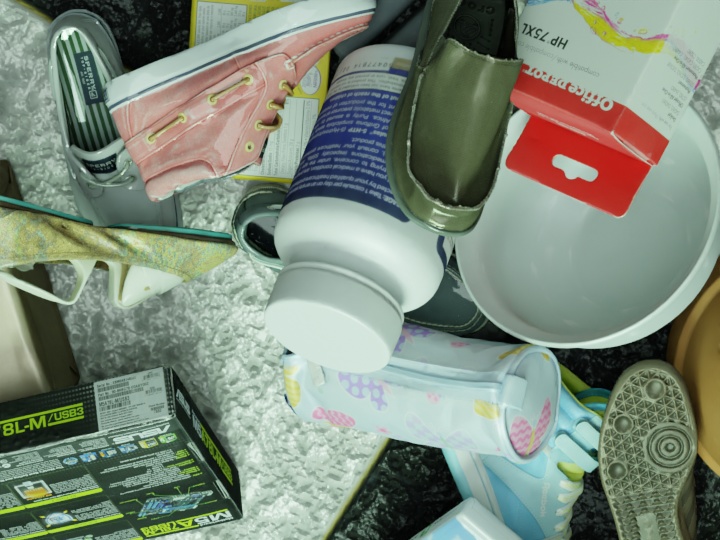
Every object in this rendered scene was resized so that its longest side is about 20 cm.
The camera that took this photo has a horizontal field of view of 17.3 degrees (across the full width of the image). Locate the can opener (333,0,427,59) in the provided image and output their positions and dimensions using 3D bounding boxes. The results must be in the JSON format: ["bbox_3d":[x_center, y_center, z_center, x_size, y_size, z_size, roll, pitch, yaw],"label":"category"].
[{"bbox_3d":[0.065,-0.208,1.638,0.053,0.067,0.200,44,109,-9],"label":"can opener"}]

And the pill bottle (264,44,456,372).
[{"bbox_3d":[0.009,-0.040,1.595,0.119,0.120,0.201,22,63,-1],"label":"pill bottle"}]

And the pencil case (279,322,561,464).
[{"bbox_3d":[0.041,0.077,1.641,0.199,0.091,0.084,10,63,33],"label":"pencil case"}]

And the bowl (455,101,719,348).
[{"bbox_3d":[0.172,-0.027,1.629,0.200,0.090,0.203,-14,62,27],"label":"bowl"}]

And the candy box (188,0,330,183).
[{"bbox_3d":[-0.070,-0.163,1.668,0.101,0.026,0.202,6,102,4],"label":"candy box"}]

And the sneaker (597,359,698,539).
[{"bbox_3d":[0.205,0.146,1.678,0.070,0.076,0.202,-2,112,6],"label":"sneaker"}]

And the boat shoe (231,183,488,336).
[{"bbox_3d":[0.000,0.000,1.681,0.199,0.062,0.073,24,103,-1],"label":"boat shoe"}]

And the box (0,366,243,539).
[{"bbox_3d":[-0.200,0.144,1.670,0.198,0.193,0.048,-13,64,7],"label":"box"}]

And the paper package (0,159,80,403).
[{"bbox_3d":[-0.325,0.039,1.691,0.198,0.104,0.192,-16,101,8],"label":"paper package"}]

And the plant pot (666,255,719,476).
[{"bbox_3d":[0.316,0.082,1.638,0.198,0.140,0.202,1,103,3],"label":"plant pot"}]

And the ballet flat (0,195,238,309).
[{"bbox_3d":[-0.181,-0.007,1.627,0.199,0.071,0.071,9,104,-26],"label":"ballet flat"}]

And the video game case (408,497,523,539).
[{"bbox_3d":[0.105,0.262,1.695,0.200,0.022,0.182,41,142,-5],"label":"video game case"}]

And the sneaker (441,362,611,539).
[{"bbox_3d":[0.145,0.157,1.697,0.130,0.080,0.201,-24,100,10],"label":"sneaker"}]

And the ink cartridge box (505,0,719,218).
[{"bbox_3d":[0.167,-0.150,1.585,0.116,0.067,0.201,26,87,39],"label":"ink cartridge box"}]

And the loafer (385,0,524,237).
[{"bbox_3d":[0.064,-0.119,1.538,0.075,0.070,0.201,12,65,-13],"label":"loafer"}]

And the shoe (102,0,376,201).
[{"bbox_3d":[-0.071,-0.120,1.619,0.199,0.071,0.092,-22,90,4],"label":"shoe"}]

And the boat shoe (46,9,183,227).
[{"bbox_3d":[-0.183,-0.083,1.673,0.073,0.067,0.201,-20,100,8],"label":"boat shoe"}]
